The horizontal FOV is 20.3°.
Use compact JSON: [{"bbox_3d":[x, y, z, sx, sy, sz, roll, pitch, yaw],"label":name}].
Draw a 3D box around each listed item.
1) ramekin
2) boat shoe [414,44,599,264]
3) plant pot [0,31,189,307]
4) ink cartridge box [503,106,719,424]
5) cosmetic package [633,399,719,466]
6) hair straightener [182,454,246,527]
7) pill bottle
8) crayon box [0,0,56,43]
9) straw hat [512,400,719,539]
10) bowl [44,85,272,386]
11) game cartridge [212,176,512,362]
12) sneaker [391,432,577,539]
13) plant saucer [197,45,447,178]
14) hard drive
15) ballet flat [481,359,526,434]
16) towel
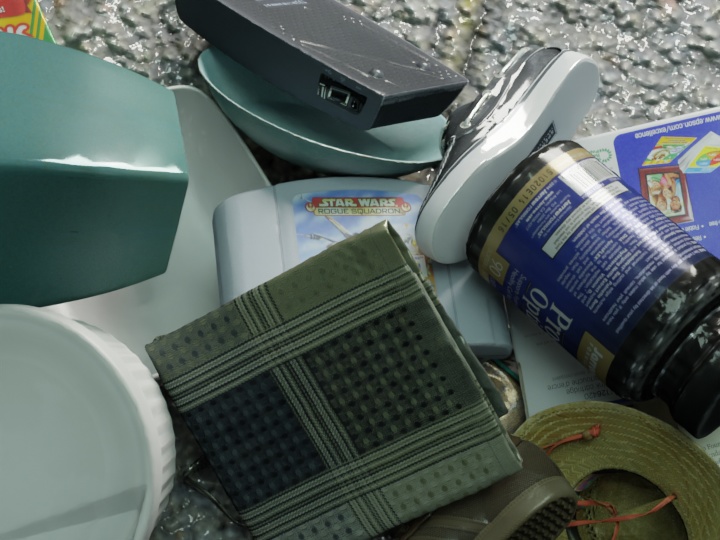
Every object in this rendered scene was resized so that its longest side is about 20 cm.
[{"bbox_3d":[-0.211,0.121,1.300,0.201,0.094,0.204,1,94,14],"label":"ramekin"},{"bbox_3d":[0.087,-0.087,1.402,0.067,0.072,0.200,21,60,32],"label":"boat shoe"},{"bbox_3d":[-0.219,-0.063,1.306,0.198,0.142,0.142,2,45,-18],"label":"plant pot"},{"bbox_3d":[0.195,-0.002,1.412,0.196,0.047,0.201,-12,72,8],"label":"ink cartridge box"},{"bbox_3d":[0.243,0.057,1.455,0.104,0.071,0.201,-15,69,-14],"label":"cosmetic package"},{"bbox_3d":[-0.024,0.136,1.362,0.198,0.041,0.078,-9,74,9],"label":"hair straightener"},{"bbox_3d":[0.175,0.014,1.328,0.112,0.112,0.200,-39,67,-23],"label":"pill bottle"},{"bbox_3d":[-0.302,-0.182,1.489,0.126,0.051,0.201,-21,70,-17],"label":"crayon box"},{"bbox_3d":[0.190,0.176,1.379,0.201,0.201,0.085,51,27,15],"label":"straw hat"},{"bbox_3d":[-0.155,-0.010,1.420,0.199,0.075,0.200,-25,72,-20],"label":"bowl"},{"bbox_3d":[0.000,0.000,1.385,0.198,0.042,0.134,-1,67,-15],"label":"game cartridge"},{"bbox_3d":[0.053,0.192,1.354,0.200,0.070,0.076,-38,51,1],"label":"sneaker"},{"bbox_3d":[-0.028,-0.108,1.464,0.200,0.039,0.201,18,21,-7],"label":"plant saucer"},{"bbox_3d":[-0.033,-0.165,1.478,0.199,0.043,0.135,33,25,24],"label":"hard drive"},{"bbox_3d":[0.042,0.056,1.428,0.200,0.068,0.067,42,73,13],"label":"ballet flat"},{"bbox_3d":[-0.015,0.086,1.313,0.199,0.035,0.193,-26,102,19],"label":"towel"}]
